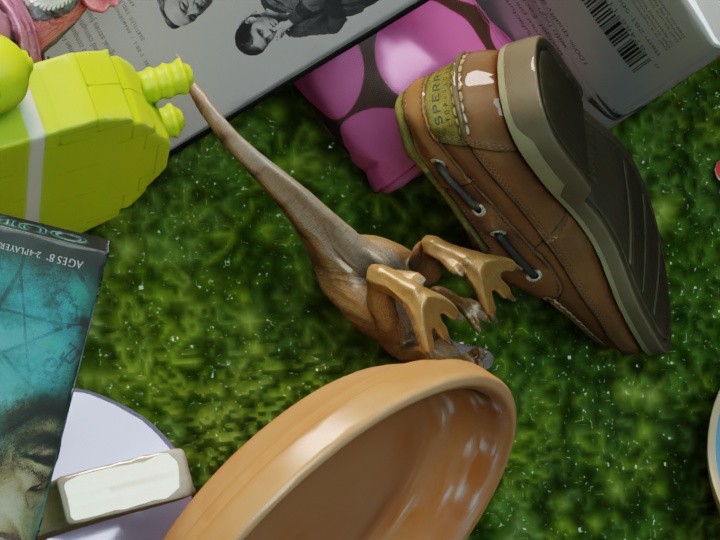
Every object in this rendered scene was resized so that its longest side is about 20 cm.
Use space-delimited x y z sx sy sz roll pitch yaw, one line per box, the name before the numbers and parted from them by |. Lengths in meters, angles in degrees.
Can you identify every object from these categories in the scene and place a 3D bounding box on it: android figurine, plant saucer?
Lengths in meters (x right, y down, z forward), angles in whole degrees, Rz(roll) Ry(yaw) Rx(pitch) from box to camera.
android figurine | -0.160 -0.038 1.114 0.199 0.182 0.041 -19 74 -12
plant saucer | -0.020 0.109 1.124 0.200 0.200 0.037 -41 66 -15

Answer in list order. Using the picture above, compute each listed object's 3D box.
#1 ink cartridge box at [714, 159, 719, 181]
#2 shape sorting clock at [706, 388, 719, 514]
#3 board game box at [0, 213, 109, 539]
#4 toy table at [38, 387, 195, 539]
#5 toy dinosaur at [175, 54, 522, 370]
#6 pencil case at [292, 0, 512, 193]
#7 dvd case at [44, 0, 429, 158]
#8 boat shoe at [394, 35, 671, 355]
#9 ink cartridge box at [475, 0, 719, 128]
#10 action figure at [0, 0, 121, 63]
ink cartridge box | 0.266 -0.085 1.256 0.200 0.067 0.116 -42 72 -15
shape sorting clock | 0.249 0.079 1.206 0.199 0.039 0.200 0 44 0
board game box | -0.204 0.031 1.031 0.199 0.028 0.136 14 100 -7
toy table | -0.161 0.104 1.126 0.200 0.117 0.184 -25 87 -14
toy dinosaur | 0.000 0.000 1.155 0.200 0.106 0.060 50 61 -36
pencil case | -0.011 -0.135 1.211 0.094 0.091 0.200 -35 92 -16
dvd case | -0.078 -0.135 1.171 0.200 0.025 0.151 -29 88 23
boat shoe | 0.076 -0.028 1.187 0.068 0.200 0.072 -13 50 19
ink cartridge box | 0.103 -0.145 1.179 0.084 0.200 0.146 -33 90 -18
action figure | -0.190 -0.089 1.124 0.199 0.134 0.149 -7 83 3
